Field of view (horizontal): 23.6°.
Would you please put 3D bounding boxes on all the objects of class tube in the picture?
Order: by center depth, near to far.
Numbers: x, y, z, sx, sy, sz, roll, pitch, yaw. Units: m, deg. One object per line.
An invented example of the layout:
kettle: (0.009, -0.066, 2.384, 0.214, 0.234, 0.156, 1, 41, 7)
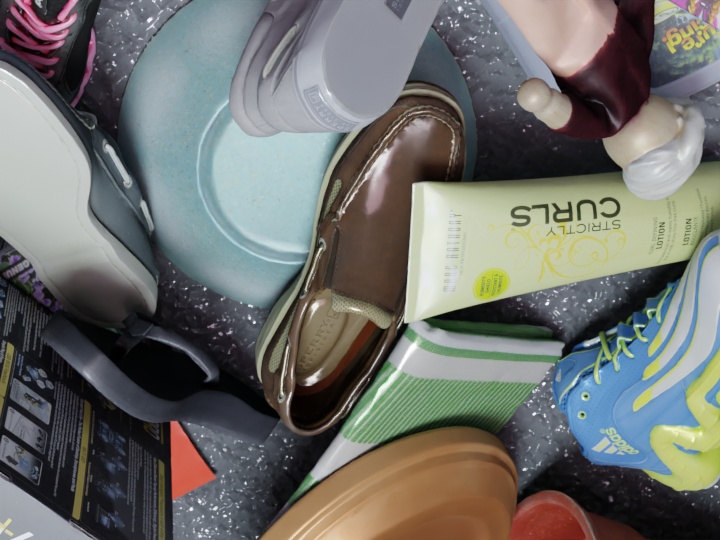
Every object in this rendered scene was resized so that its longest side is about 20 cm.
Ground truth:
tube: (0.113, -0.020, 0.912, 0.198, 0.052, 0.059, -8, 75, -24)

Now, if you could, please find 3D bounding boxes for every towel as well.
towel: (0.018, 0.107, 0.979, 0.152, 0.023, 0.201, 6, 126, -54)

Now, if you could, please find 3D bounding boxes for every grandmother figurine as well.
grandmother figurine: (0.110, -0.115, 0.850, 0.122, 0.060, 0.200, -51, 121, -20)

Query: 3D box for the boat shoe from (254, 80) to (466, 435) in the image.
boat shoe: (0.006, 0.002, 0.904, 0.074, 0.075, 0.203, 14, 120, -16)

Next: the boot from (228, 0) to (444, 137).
boot: (0.002, -0.150, 0.860, 0.074, 0.095, 0.201, 47, 61, -28)

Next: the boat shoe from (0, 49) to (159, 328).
boat shoe: (-0.157, -0.050, 0.889, 0.072, 0.062, 0.201, -9, 140, 14)

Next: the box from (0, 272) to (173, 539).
box: (-0.165, 0.078, 0.855, 0.161, 0.200, 0.049, 37, 104, -20)

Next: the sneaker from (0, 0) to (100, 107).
sneaker: (-0.159, -0.140, 0.865, 0.078, 0.096, 0.201, 18, 115, -12)

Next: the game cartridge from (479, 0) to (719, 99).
game cartridge: (0.166, -0.163, 0.898, 0.199, 0.041, 0.133, -31, 116, 12)

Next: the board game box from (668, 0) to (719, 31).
board game box: (0.205, -0.124, 0.788, 0.199, 0.200, 0.041, 27, 111, -15)

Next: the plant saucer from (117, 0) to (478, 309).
plant saucer: (-0.034, -0.060, 0.937, 0.199, 0.039, 0.203, -1, 114, -2)

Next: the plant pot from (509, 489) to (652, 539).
plant pot: (0.180, 0.249, 1.015, 0.194, 0.201, 0.202, 15, 114, -17)

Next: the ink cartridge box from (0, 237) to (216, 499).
ink cartridge box: (-0.178, 0.078, 0.990, 0.108, 0.050, 0.201, -27, 112, 10)

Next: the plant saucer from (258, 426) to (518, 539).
plant saucer: (0.013, 0.173, 0.987, 0.199, 0.038, 0.201, -25, 144, -20)

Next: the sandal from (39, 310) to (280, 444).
sandal: (-0.103, 0.048, 0.925, 0.076, 0.200, 0.043, 37, 95, 25)

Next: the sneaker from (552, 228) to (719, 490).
sneaker: (0.161, 0.055, 0.955, 0.104, 0.076, 0.201, 2, 135, 3)
